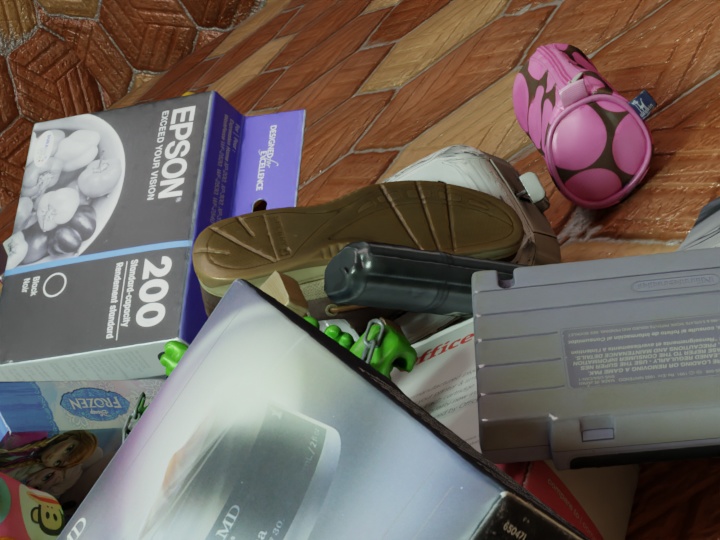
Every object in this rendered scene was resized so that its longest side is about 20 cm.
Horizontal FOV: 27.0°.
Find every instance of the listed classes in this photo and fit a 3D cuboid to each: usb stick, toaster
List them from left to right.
[{"bbox_3d":[0.036,-0.002,0.991,0.199,0.115,0.129,-31,-10,7],"label":"toaster"},{"bbox_3d":[0.074,0.012,0.857,0.055,0.198,0.033,-31,56,59],"label":"usb stick"}]

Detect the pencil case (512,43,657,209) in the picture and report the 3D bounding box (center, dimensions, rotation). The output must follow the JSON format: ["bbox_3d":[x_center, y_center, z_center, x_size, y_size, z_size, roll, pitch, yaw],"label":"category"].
[{"bbox_3d":[0.164,-0.119,1.138,0.090,0.094,0.200,-35,16,7],"label":"pencil case"}]

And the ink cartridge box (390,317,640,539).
[{"bbox_3d":[0.064,0.107,0.766,0.146,0.083,0.201,-27,20,33],"label":"ink cartridge box"}]

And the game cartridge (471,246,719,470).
[{"bbox_3d":[0.151,0.037,0.694,0.197,0.039,0.130,-6,36,6],"label":"game cartridge"}]

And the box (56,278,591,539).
[{"bbox_3d":[-0.025,0.143,0.599,0.201,0.123,0.198,-55,39,-1],"label":"box"}]

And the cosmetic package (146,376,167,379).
[{"bbox_3d":[-0.115,0.061,1.194,0.200,0.123,0.199,-44,18,-17],"label":"cosmetic package"}]

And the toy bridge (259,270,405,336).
[{"bbox_3d":[0.001,0.059,0.888,0.067,0.199,0.027,-45,49,18],"label":"toy bridge"}]

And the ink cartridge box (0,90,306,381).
[{"bbox_3d":[-0.139,-0.024,0.989,0.197,0.044,0.200,-8,57,17],"label":"ink cartridge box"}]

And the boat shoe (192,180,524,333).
[{"bbox_3d":[0.000,0.000,0.903,0.197,0.073,0.073,-10,43,-7],"label":"boat shoe"}]

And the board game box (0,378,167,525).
[{"bbox_3d":[-0.194,0.148,0.955,0.198,0.044,0.200,2,-45,-49],"label":"board game box"}]

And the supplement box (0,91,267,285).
[{"bbox_3d":[-0.163,-0.025,1.110,0.200,0.111,0.086,-41,21,-7],"label":"supplement box"}]

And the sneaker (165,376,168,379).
[{"bbox_3d":[-0.098,0.054,1.031,0.202,0.065,0.078,-62,-14,4],"label":"sneaker"}]

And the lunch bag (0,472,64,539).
[{"bbox_3d":[-0.235,0.196,0.777,0.174,0.082,0.202,2,67,39],"label":"lunch bag"}]

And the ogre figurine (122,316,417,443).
[{"bbox_3d":[-0.063,0.097,0.786,0.197,0.099,0.121,-3,48,25],"label":"ogre figurine"}]

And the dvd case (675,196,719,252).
[{"bbox_3d":[0.244,-0.046,0.825,0.148,0.016,0.200,-30,3,24],"label":"dvd case"}]
